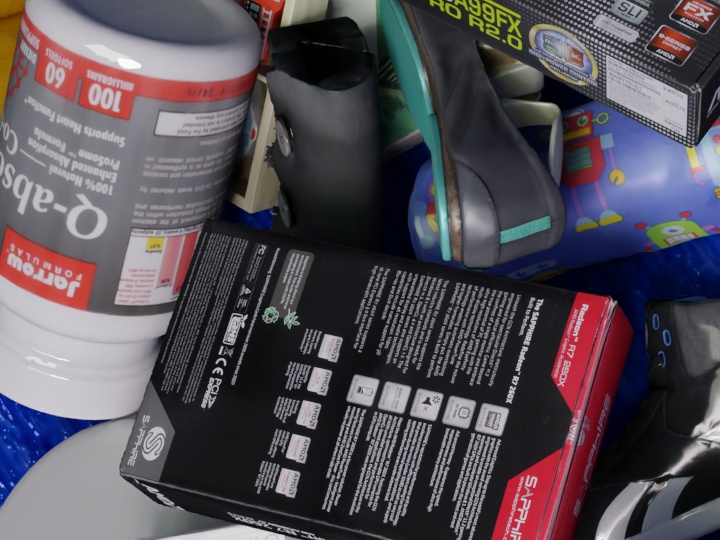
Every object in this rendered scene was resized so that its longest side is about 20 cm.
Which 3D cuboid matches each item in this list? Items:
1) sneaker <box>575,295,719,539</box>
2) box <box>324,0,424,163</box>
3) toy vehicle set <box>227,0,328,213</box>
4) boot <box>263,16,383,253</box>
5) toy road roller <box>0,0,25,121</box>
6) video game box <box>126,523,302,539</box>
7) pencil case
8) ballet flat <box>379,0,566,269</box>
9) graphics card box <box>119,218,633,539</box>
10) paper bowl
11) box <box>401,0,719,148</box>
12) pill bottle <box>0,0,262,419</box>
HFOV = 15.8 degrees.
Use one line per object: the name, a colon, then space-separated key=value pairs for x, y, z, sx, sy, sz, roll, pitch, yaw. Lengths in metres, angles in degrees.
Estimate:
sneaker: x=0.136 y=0.075 z=1.211 sx=0.199 sy=0.073 sz=0.113 roll=-25 pitch=80 yaw=18
box: x=0.006 y=-0.163 z=1.269 sx=0.144 sy=0.036 sz=0.201 roll=-28 pitch=83 yaw=27
toy vehicle set: x=-0.070 y=-0.146 z=1.277 sx=0.124 sy=0.026 sz=0.201 roll=29 pitch=119 yaw=33
boot: x=-0.001 y=0.000 z=1.207 sx=0.165 sy=0.065 sz=0.201 roll=-136 pitch=43 yaw=-56
toy road roller: x=-0.182 y=-0.136 z=1.292 sx=0.146 sy=0.122 sz=0.200 roll=55 pitch=138 yaw=14
video game box: x=-0.005 y=0.203 z=1.132 sx=0.181 sy=0.047 sz=0.202 roll=-10 pitch=78 yaw=11
pencil case: x=0.119 y=-0.040 z=1.199 sx=0.199 sy=0.087 sz=0.079 roll=-18 pitch=62 yaw=26
ballet flat: x=0.055 y=-0.071 z=1.166 sx=0.073 sy=0.073 sz=0.201 roll=-46 pitch=31 yaw=23
graphics card box: x=0.007 y=0.058 z=1.110 sx=0.199 sy=0.051 sz=0.126 roll=11 pitch=74 yaw=23
paper bowl: x=-0.109 y=0.155 z=1.266 sx=0.200 sy=0.104 sz=0.202 roll=-24 pitch=46 yaw=27
box: x=0.107 y=-0.163 z=1.160 sx=0.199 sy=0.044 sz=0.160 roll=30 pitch=65 yaw=22
pill bottle: x=-0.123 y=-0.037 z=1.251 sx=0.115 sy=0.116 sz=0.201 roll=26 pitch=116 yaw=23
